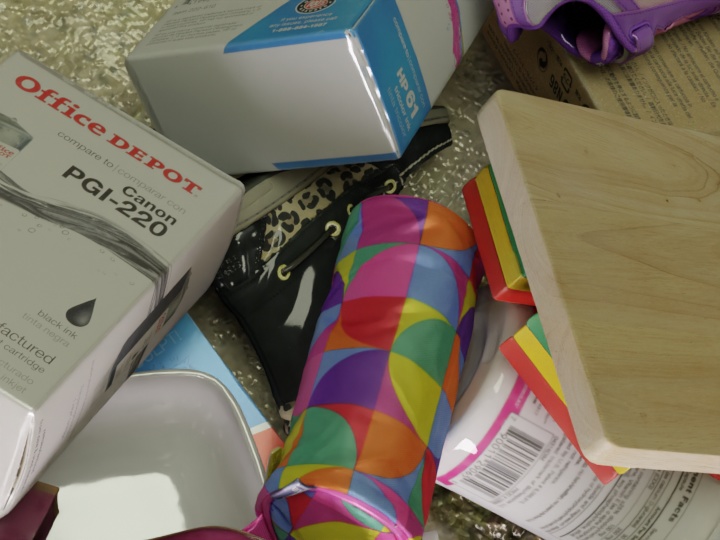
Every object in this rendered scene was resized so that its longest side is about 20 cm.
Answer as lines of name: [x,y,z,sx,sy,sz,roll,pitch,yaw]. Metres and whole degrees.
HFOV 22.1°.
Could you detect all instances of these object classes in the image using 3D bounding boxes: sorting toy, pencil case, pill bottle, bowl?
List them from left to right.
bowl: [-0.137,0.161,0.915,0.199,0.075,0.200,-11,72,-14]
pencil case: [0.005,0.057,0.925,0.088,0.088,0.200,21,53,-2]
pill bottle: [0.131,0.098,0.995,0.200,0.113,0.114,29,66,-17]
sorting toy: [0.151,0.023,0.934,0.200,0.070,0.199,8,53,-34]

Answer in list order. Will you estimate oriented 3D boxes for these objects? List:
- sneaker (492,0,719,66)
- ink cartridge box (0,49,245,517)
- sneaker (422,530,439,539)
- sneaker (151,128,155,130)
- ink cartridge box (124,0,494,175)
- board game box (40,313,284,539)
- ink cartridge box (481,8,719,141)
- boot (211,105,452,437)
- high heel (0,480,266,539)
sneaker: [0.150,-0.152,1.012,0.200,0.080,0.089,4,75,-23]
ink cartridge box: [-0.168,-0.001,0.892,0.145,0.085,0.200,31,41,6]
sneaker: [0.001,0.233,0.968,0.080,0.076,0.200,3,64,3]
sneaker: [-0.175,-0.052,1.029,0.200,0.078,0.082,19,69,-3]
ink cartridge box: [-0.015,-0.144,1.020,0.144,0.085,0.200,-3,38,31]
board game box: [-0.140,0.128,0.988,0.200,0.040,0.153,-35,80,-20]
ink cartridge box: [0.178,-0.127,1.089,0.164,0.075,0.200,-9,50,-17]
boot: [-0.002,0.001,1.050,0.203,0.073,0.154,-29,98,-41]
high heel: [-0.102,0.163,0.846,0.200,0.067,0.096,13,58,9]
